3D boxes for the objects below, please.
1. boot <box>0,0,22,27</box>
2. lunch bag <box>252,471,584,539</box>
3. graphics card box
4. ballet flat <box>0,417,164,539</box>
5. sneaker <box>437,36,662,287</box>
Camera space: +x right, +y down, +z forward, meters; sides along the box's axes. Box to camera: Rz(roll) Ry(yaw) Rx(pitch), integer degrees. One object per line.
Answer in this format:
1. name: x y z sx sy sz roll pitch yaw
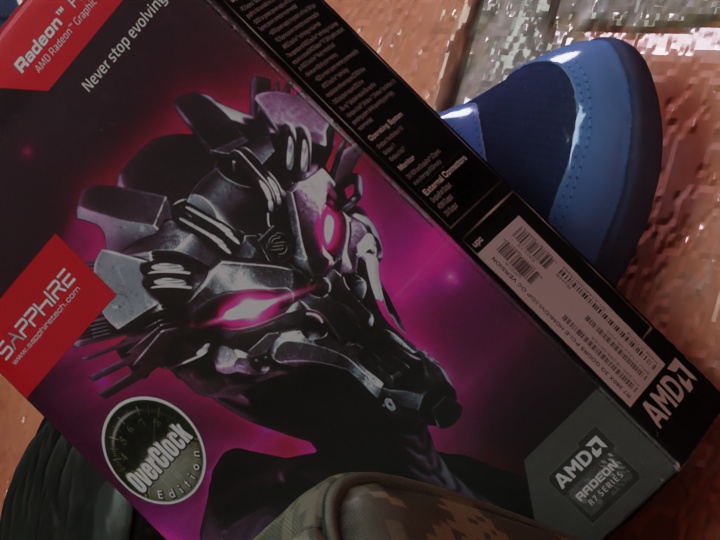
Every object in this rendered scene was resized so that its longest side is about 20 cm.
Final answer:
1. boot: -0.133 -0.080 1.018 0.200 0.073 0.091 -4 65 52
2. lunch bag: 0.004 0.168 0.651 0.168 0.139 0.201 -41 48 25
3. graphics card box: -0.021 0.010 0.740 0.125 0.200 0.051 -45 -1 28
4. ballet flat: -0.067 0.048 0.902 0.066 0.057 0.201 20 96 43
5. sneaker: 0.000 0.000 0.796 0.200 0.082 0.074 -39 43 35
